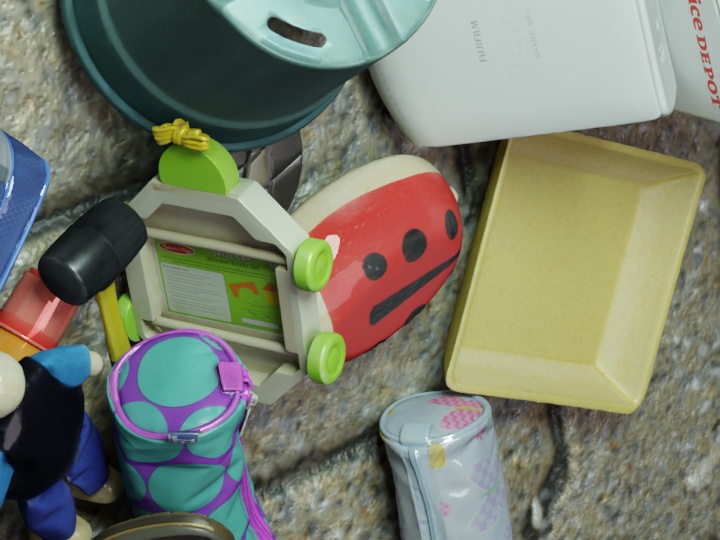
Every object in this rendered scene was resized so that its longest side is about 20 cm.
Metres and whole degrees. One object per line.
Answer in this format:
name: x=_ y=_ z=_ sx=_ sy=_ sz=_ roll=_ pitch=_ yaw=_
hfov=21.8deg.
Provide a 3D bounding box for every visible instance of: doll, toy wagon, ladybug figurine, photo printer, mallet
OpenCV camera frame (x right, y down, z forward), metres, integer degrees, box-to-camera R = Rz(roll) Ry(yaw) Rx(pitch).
doll: x=-0.196 y=0.108 z=1.121 sx=0.137 sy=0.048 sz=0.200 roll=-58 pitch=158 yaw=-23
toy wagon: x=-0.088 y=-0.008 z=1.152 sx=0.040 sy=0.155 sz=0.200 roll=-49 pitch=142 yaw=-47
ladybug figurine: x=0.000 y=0.000 z=1.255 sx=0.200 sy=0.072 sz=0.136 roll=-37 pitch=146 yaw=-27
photo printer: x=0.094 y=-0.166 z=1.228 sx=0.069 sy=0.199 sz=0.167 roll=-61 pitch=141 yaw=-55
mallet: x=-0.157 y=0.052 z=1.165 sx=0.066 sy=0.041 sz=0.200 roll=-41 pitch=141 yaw=-42

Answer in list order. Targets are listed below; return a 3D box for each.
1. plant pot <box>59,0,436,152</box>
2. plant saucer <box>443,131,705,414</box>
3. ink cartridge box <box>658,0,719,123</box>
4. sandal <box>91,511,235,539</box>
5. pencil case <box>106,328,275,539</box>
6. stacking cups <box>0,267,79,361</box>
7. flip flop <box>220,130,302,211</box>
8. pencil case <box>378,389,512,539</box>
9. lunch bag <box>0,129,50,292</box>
plant pot: x=-0.053 y=-0.175 z=1.073 sx=0.200 sy=0.196 sz=0.201 roll=1 pitch=89 yaw=-22
plant saucer: x=0.150 y=-0.002 z=1.395 sx=0.200 sy=0.048 sz=0.200 roll=10 pitch=97 yaw=-37
ink cartridge box: x=0.211 y=-0.192 z=1.286 sx=0.084 sy=0.200 sz=0.146 roll=-32 pitch=120 yaw=-23
sandal: x=-0.166 y=0.208 z=1.169 sx=0.200 sy=0.055 sz=0.082 roll=-21 pitch=142 yaw=9
pencil case: x=-0.103 y=0.132 z=1.198 sx=0.092 sy=0.085 sz=0.200 roll=0 pitch=138 yaw=6
stacking cups: x=-0.241 y=0.091 z=1.151 sx=0.060 sy=0.060 sz=0.200 roll=37 pitch=76 yaw=-36
flip flop: x=-0.092 y=-0.113 z=1.193 sx=0.081 sy=0.058 sz=0.201 roll=-17 pitch=98 yaw=-26
pencil case: x=0.066 y=0.187 z=1.370 sx=0.091 sy=0.083 sz=0.201 roll=-30 pitch=120 yaw=-44
lunch bag: x=-0.269 y=-0.004 z=1.045 sx=0.132 sy=0.136 sz=0.200 roll=26 pitch=89 yaw=-37
